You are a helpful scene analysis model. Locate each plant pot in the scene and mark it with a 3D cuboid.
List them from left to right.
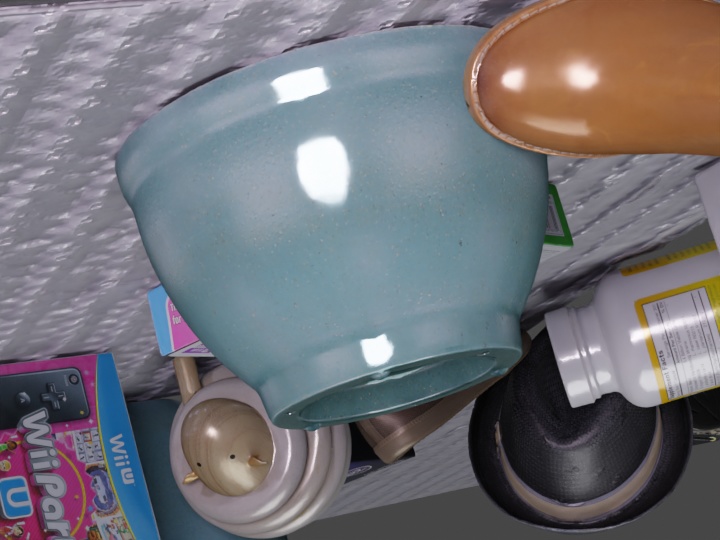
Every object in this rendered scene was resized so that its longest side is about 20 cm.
[{"bbox_3d":[-0.164,0.174,1.337,0.199,0.135,0.200,-15,166,-4],"label":"plant pot"},{"bbox_3d":[0.000,-0.007,0.813,0.199,0.135,0.200,-14,166,-3],"label":"plant pot"}]

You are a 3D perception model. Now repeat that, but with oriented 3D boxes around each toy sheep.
[{"bbox_3d":[-0.067,0.118,1.230,0.137,0.139,0.200,-20,166,19],"label":"toy sheep"}]

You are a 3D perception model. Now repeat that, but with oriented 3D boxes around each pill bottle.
[{"bbox_3d":[0.240,0.038,1.309,0.199,0.105,0.104,-17,166,7],"label":"pill bottle"}]

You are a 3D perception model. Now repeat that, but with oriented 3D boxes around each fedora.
[{"bbox_3d":[0.170,0.105,1.407,0.200,0.201,0.092,-15,138,-2],"label":"fedora"}]

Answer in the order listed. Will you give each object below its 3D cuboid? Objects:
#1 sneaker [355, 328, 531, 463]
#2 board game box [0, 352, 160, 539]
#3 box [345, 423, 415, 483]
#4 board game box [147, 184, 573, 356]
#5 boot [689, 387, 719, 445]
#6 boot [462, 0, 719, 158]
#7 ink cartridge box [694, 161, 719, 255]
[{"bbox_3d":[0.059,0.068,1.336,0.070,0.076,0.200,-40,176,37],"label":"sneaker"},{"bbox_3d":[-0.233,0.135,1.088,0.199,0.148,0.064,-5,160,-38],"label":"board game box"},{"bbox_3d":[-0.078,0.151,1.471,0.200,0.079,0.141,-26,165,37],"label":"box"},{"bbox_3d":[0.000,0.000,1.032,0.199,0.041,0.153,-24,164,32],"label":"board game box"},{"bbox_3d":[0.405,0.165,2.066,0.203,0.074,0.154,-3,165,-29],"label":"boot"},{"bbox_3d":[0.148,-0.065,0.695,0.199,0.077,0.155,6,-167,-8],"label":"boot"},{"bbox_3d":[0.336,-0.015,1.120,0.146,0.147,0.200,-26,162,35],"label":"ink cartridge box"}]
